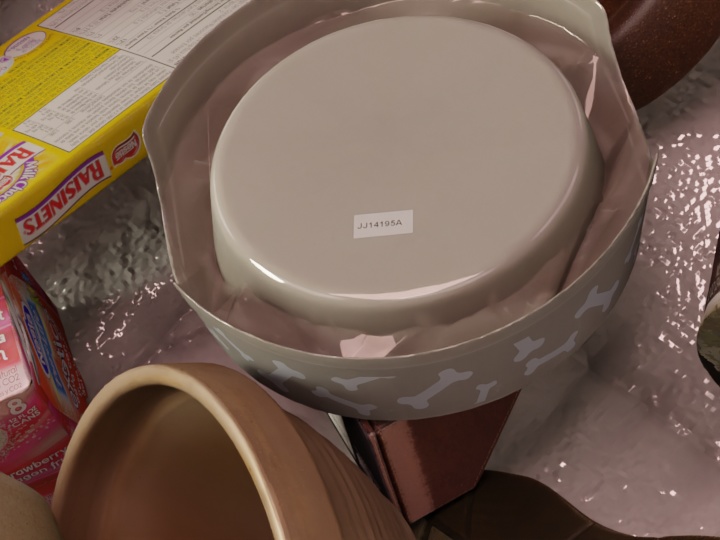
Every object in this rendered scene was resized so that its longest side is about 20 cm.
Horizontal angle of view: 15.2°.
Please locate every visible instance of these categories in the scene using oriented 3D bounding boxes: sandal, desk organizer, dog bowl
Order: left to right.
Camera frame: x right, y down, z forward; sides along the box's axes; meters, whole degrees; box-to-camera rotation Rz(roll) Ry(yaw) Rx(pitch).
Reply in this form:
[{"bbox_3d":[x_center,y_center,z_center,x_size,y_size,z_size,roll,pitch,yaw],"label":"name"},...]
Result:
[{"bbox_3d":[0.000,0.000,1.078,0.077,0.072,0.200,-27,51,-7],"label":"desk organizer"},{"bbox_3d":[0.017,-0.030,1.015,0.198,0.059,0.201,-7,50,8],"label":"dog bowl"},{"bbox_3d":[0.084,0.127,1.010,0.199,0.055,0.082,6,45,34],"label":"sandal"}]

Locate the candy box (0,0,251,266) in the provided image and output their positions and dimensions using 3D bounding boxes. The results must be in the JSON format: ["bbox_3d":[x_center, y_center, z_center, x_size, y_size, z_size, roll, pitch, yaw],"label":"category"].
[{"bbox_3d":[-0.127,-0.062,1.094,0.102,0.027,0.200,22,50,40],"label":"candy box"}]

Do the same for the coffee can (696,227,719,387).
[{"bbox_3d":[0.214,-0.050,1.019,0.145,0.147,0.201,5,64,18],"label":"coffee can"}]

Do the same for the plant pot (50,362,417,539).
[{"bbox_3d":[-0.035,0.134,0.997,0.092,0.201,0.202,0,53,-32],"label":"plant pot"}]

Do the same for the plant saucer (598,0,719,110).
[{"bbox_3d":[0.077,-0.159,1.122,0.199,0.034,0.202,-4,84,39],"label":"plant saucer"}]

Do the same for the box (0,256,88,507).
[{"bbox_3d":[-0.217,0.068,1.102,0.199,0.100,0.096,-23,59,3],"label":"box"}]

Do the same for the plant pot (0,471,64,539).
[{"bbox_3d":[-0.177,0.135,0.986,0.199,0.200,0.135,10,73,20],"label":"plant pot"}]
